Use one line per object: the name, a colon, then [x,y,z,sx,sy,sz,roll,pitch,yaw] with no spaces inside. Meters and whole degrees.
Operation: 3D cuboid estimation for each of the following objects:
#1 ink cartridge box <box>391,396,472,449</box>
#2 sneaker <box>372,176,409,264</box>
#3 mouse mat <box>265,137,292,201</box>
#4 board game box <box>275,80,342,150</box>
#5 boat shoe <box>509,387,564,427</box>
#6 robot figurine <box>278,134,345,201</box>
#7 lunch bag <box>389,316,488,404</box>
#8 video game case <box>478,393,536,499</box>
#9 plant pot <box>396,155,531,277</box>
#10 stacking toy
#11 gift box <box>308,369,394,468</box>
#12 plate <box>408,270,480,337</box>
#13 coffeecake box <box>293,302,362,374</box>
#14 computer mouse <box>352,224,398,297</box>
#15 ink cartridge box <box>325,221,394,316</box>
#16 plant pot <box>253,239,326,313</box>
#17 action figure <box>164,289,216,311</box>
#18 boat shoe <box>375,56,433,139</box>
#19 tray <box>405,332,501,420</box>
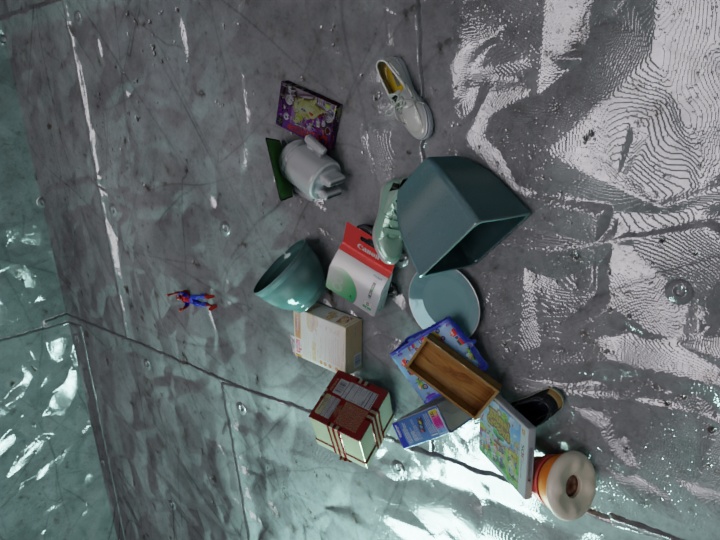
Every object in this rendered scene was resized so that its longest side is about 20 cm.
ink cartridge box: [0.175,0.369,1.521,0.200,0.136,0.076,-33,78,43]
sneaker: [0.083,-0.117,1.410,0.118,0.074,0.201,166,107,-68]
mouse mat: [-0.212,-0.266,1.614,0.008,0.200,0.161,-12,99,4]
board game box: [-0.137,-0.403,1.591,0.200,0.032,0.120,31,128,29]
boat shoe: [0.370,0.327,1.385,0.075,0.062,0.200,54,135,12]
robot figurine: [-0.131,-0.259,1.577,0.200,0.113,0.170,40,129,24]
lunch bag: [0.194,0.205,1.460,0.200,0.094,0.151,-36,90,42]
video game case: [0.327,0.383,1.393,0.200,0.022,0.183,-138,42,-63]
plant pot: [0.191,-0.131,1.295,0.196,0.196,0.200,-47,65,41]
stacking toy: [0.407,0.460,1.378,0.200,0.146,0.147,-3,104,59]
gift box: [-0.027,0.391,1.651,0.200,0.185,0.187,23,147,27]
plate: [0.202,0.077,1.467,0.200,0.026,0.201,15,114,37]
coffeecake box: [-0.094,0.189,1.736,0.200,0.073,0.154,18,117,36]
computer mouse: [0.035,-0.034,1.561,0.138,0.053,0.200,11,125,36]
ink cartridge box: [0.000,0.000,1.542,0.161,0.050,0.200,31,136,20]
plant pot: [-0.178,0.032,1.691,0.134,0.200,0.200,45,136,-16]
action figure: [-0.602,0.108,2.143,0.200,0.099,0.065,6,108,43]
boat shoe: [0.088,-0.379,1.358,0.075,0.086,0.202,-23,89,44]
tray: [0.211,0.241,1.408,0.200,0.037,0.099,36,117,9]
